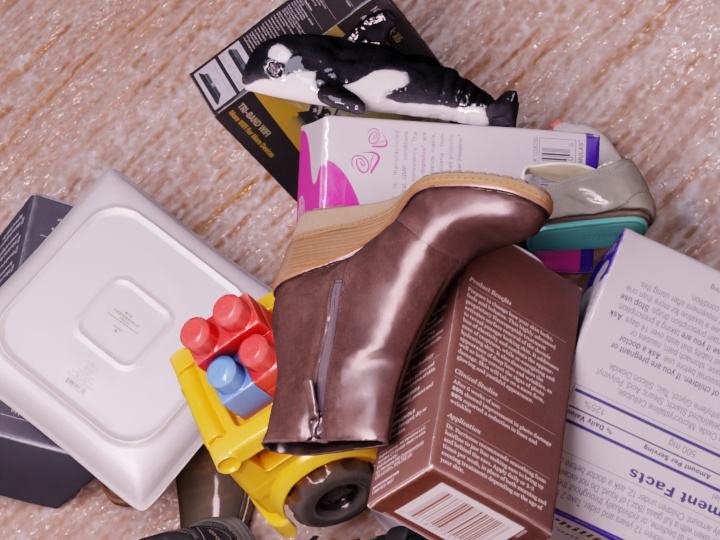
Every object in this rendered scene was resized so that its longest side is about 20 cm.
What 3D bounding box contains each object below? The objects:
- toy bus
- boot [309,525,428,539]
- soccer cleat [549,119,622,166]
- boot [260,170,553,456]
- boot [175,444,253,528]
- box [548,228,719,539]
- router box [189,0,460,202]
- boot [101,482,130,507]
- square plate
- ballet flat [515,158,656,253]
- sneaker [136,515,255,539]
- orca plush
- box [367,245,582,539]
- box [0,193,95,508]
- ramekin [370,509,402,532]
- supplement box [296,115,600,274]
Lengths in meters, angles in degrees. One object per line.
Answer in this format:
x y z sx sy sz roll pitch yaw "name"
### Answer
-0.030 0.062 1.559 0.200 0.192 0.136 -32 53 8 "toy bus"
-0.003 0.279 1.624 0.162 0.073 0.199 -20 80 33 "boot"
0.118 -0.030 1.730 0.200 0.069 0.078 -44 57 -4 "soccer cleat"
0.029 0.031 1.424 0.200 0.072 0.167 -10 62 34 "boot"
-0.134 0.129 1.743 0.075 0.097 0.201 -12 67 30 "boot"
0.214 0.106 1.539 0.183 0.105 0.200 25 75 -1 "box"
-0.017 -0.135 1.767 0.157 0.200 0.052 -37 55 6 "router box"
-0.171 0.086 1.808 0.073 0.075 0.201 7 70 27 "boot"
-0.174 0.045 1.700 0.200 0.028 0.198 37 69 11 "square plate"
0.103 -0.038 1.568 0.199 0.067 0.064 -9 65 -10 "ballet flat"
-0.176 0.251 1.687 0.199 0.114 0.076 -37 70 24 "sneaker"
0.018 -0.149 1.634 0.199 0.105 0.071 13 103 18 "orca plush"
0.075 0.078 1.462 0.075 0.100 0.200 -36 31 45 "box"
-0.247 0.066 1.794 0.148 0.107 0.201 142 141 -60 "box"
0.072 0.106 1.662 0.200 0.098 0.201 -12 60 21 "ramekin"
0.059 -0.052 1.634 0.199 0.103 0.102 4 89 -13 "supplement box"
